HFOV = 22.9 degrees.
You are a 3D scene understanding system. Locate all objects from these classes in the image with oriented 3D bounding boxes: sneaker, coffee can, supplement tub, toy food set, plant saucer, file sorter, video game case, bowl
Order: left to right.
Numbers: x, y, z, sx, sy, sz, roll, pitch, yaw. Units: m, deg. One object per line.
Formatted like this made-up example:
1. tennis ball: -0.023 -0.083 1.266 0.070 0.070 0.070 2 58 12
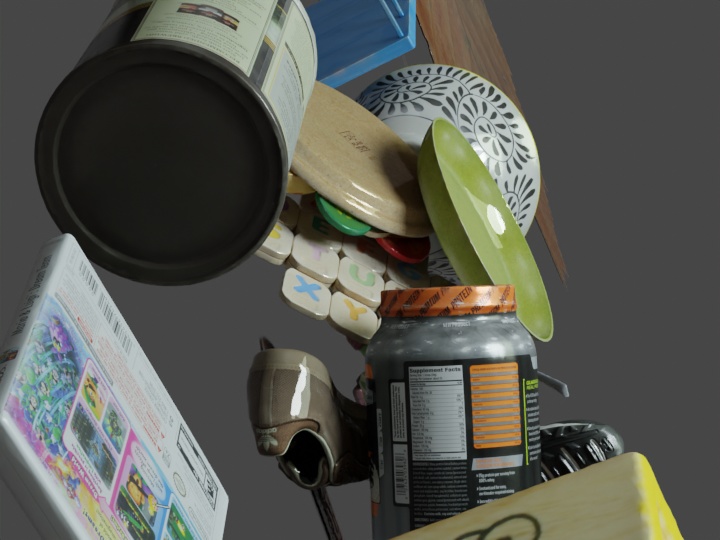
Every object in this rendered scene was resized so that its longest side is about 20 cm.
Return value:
1. video game case: -0.132 0.106 0.953 0.183 0.023 0.201 -85 151 -60
2. coffee can: -0.106 -0.100 1.092 0.200 0.145 0.147 -80 146 -64
3. sneaker: -0.030 0.125 1.259 0.200 0.070 0.076 45 47 -53
4. file sorter: -0.037 -0.259 1.608 0.123 0.138 0.201 58 17 -25
5. toy food set: -0.017 -0.085 1.431 0.197 0.049 0.200 37 21 -3
6. bowl: 0.052 -0.077 1.566 0.202 0.199 0.094 68 21 -4
7. supplement tub: 0.065 0.112 1.238 0.122 0.121 0.202 4 83 -74
8. plant saucer: 0.096 -0.028 1.439 0.201 0.031 0.201 54 19 -28
9. sneaker: 0.135 0.165 1.409 0.079 0.200 0.074 -32 86 -47

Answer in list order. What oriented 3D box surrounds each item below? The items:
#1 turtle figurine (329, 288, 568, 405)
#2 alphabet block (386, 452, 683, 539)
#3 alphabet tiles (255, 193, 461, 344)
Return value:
1. turtle figurine: 0.058 0.067 1.436 0.195 0.143 0.200 61 -13 16
2. alphabet block: 0.124 0.266 1.100 0.196 0.198 0.197 -89 153 -59
3. alphabet tiles: 0.000 0.000 1.380 0.199 0.015 0.196 27 25 -9
